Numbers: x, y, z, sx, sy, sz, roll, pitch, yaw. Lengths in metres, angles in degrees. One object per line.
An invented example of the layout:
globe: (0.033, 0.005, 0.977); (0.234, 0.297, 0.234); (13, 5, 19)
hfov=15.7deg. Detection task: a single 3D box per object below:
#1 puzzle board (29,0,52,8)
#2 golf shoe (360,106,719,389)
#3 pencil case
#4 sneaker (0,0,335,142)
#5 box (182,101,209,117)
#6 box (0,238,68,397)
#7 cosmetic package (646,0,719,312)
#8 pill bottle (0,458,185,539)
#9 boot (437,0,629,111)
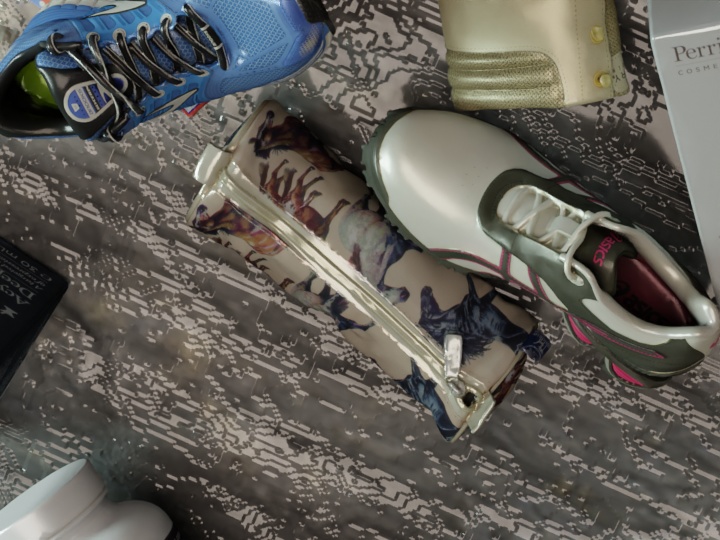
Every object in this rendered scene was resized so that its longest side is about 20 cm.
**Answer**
puzzle board: (-0.171, -0.241, 1.257); (0.150, 0.017, 0.200); (35, 123, -1)
golf shoe: (0.095, -0.021, 1.279); (0.200, 0.088, 0.077); (33, 76, -5)
pencil case: (0.000, 0.000, 1.330); (0.200, 0.089, 0.078); (40, 95, -3)
sneaker: (-0.097, -0.095, 1.211); (0.199, 0.089, 0.079); (-15, 115, 39)
box: (-0.041, -0.177, 1.246); (0.100, 0.096, 0.200); (46, 134, -5)
box: (-0.258, 0.035, 1.325); (0.148, 0.200, 0.107); (33, 109, -2)
cosmetic package: (0.206, -0.058, 1.255); (0.101, 0.071, 0.201); (-12, 125, 13)
pill bottle: (-0.120, 0.204, 1.398); (0.112, 0.112, 0.200); (-32, 98, 16)
boot: (0.121, -0.163, 1.270); (0.199, 0.073, 0.156); (-12, 103, 15)
